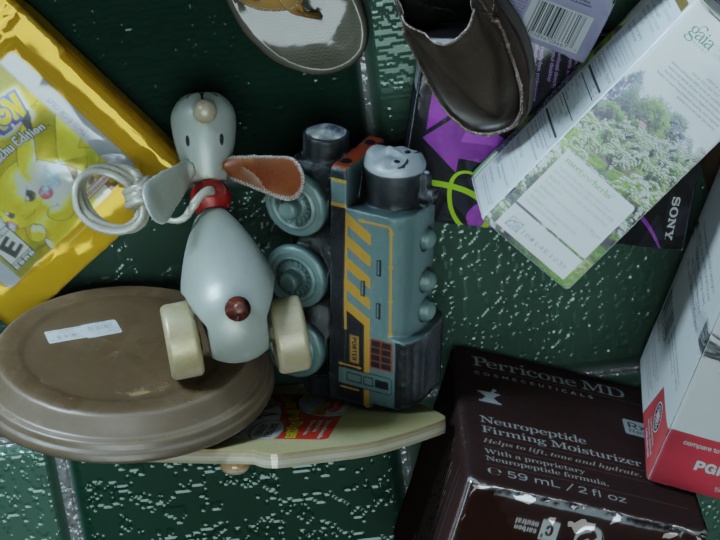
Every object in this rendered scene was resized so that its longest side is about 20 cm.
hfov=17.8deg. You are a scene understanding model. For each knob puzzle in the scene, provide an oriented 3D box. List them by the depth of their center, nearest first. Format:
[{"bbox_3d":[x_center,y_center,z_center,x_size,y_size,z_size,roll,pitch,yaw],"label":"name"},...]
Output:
[{"bbox_3d":[-0.042,0.111,1.540,0.219,0.220,0.031,-1,100,0],"label":"knob puzzle"}]

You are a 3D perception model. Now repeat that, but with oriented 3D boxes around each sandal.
[{"bbox_3d":[-0.062,-0.210,1.476,0.082,0.055,0.200,-22,112,9],"label":"sandal"}]

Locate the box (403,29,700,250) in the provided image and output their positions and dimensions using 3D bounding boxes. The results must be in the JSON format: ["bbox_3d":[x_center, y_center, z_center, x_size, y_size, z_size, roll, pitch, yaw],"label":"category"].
[{"bbox_3d":[0.131,-0.093,1.541,0.200,0.036,0.143,6,114,-5],"label":"box"}]

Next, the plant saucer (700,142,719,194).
[{"bbox_3d":[0.330,-0.085,1.551,0.200,0.032,0.201,0,114,0],"label":"plant saucer"}]

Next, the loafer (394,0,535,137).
[{"bbox_3d":[0.051,-0.155,1.431,0.073,0.071,0.200,-8,130,24],"label":"loafer"}]

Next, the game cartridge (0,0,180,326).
[{"bbox_3d":[-0.245,-0.081,1.544,0.176,0.032,0.200,-42,109,16],"label":"game cartridge"}]

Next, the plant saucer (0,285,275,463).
[{"bbox_3d":[-0.156,0.062,1.515,0.200,0.200,0.030,0,119,-1],"label":"plant saucer"}]

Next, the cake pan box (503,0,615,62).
[{"bbox_3d":[0.093,-0.240,1.430,0.200,0.052,0.184,20,133,-3],"label":"cake pan box"}]

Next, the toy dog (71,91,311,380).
[{"bbox_3d":[-0.092,-0.023,1.465,0.132,0.096,0.200,-28,77,-15],"label":"toy dog"}]

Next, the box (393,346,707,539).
[{"bbox_3d":[0.122,0.180,1.572,0.166,0.200,0.165,13,113,-7],"label":"box"}]

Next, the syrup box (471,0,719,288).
[{"bbox_3d":[0.169,-0.093,1.480,0.079,0.081,0.200,39,106,-17],"label":"syrup box"}]

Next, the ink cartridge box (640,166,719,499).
[{"bbox_3d":[0.255,0.030,1.510,0.083,0.147,0.200,15,123,-4],"label":"ink cartridge box"}]

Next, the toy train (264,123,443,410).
[{"bbox_3d":[0.000,0.000,1.539,0.114,0.085,0.200,13,118,23],"label":"toy train"}]
